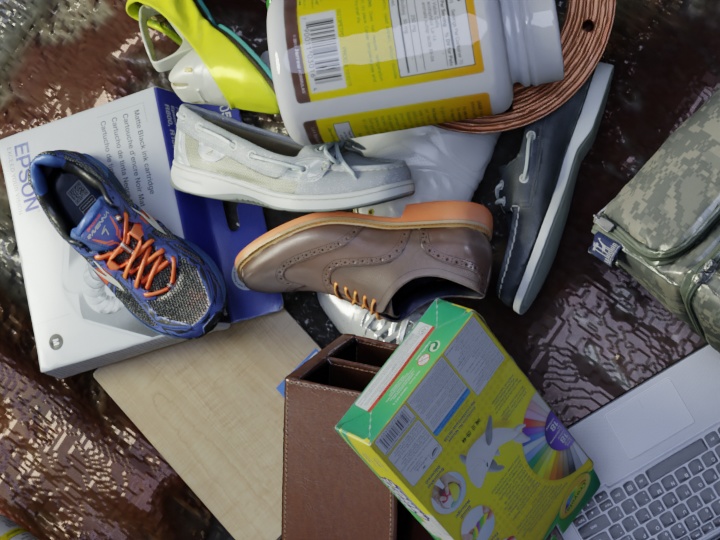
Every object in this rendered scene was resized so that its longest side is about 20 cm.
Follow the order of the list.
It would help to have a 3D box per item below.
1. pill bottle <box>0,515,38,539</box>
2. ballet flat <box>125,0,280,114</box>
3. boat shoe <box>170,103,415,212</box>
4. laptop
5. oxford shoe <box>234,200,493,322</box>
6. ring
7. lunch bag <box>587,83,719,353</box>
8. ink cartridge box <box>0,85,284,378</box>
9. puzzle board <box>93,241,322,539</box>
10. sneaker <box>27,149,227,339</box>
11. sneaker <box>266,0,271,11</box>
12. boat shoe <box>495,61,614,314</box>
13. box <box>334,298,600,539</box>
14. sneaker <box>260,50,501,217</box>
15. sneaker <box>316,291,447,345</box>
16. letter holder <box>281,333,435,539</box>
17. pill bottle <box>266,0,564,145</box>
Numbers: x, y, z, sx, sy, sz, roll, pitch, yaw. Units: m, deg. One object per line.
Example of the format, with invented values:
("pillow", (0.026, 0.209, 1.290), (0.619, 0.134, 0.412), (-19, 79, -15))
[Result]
("pill bottle", (-0.232, 0.281, 1.238), (0.199, 0.109, 0.110), (31, 91, 13))
("ballet flat", (-0.125, -0.167, 1.261), (0.067, 0.067, 0.200), (-35, 51, -4))
("boat shoe", (-0.053, -0.082, 1.208), (0.200, 0.074, 0.066), (9, 104, 29))
("laptop", (0.234, 0.173, 1.154), (0.186, 0.116, 0.202), (-31, 79, 7))
("oxford shoe", (0.000, 0.000, 1.196), (0.197, 0.071, 0.074), (-9, 66, 18))
("ring", (0.088, -0.201, 1.201), (0.197, 0.019, 0.204), (0, 91, 6))
("lunch bag", (0.280, -0.043, 1.161), (0.200, 0.139, 0.168), (-49, 59, 2))
("ink cartridge box", (-0.176, -0.037, 1.289), (0.198, 0.041, 0.202), (-17, 76, 11))
("puzzle board", (-0.094, 0.101, 1.282), (0.151, 0.017, 0.200), (-45, 78, 4))
("sneaker", (-0.182, -0.020, 1.225), (0.199, 0.078, 0.076), (38, 92, 17))
("sneaker", (-0.024, -0.227, 1.276), (0.198, 0.078, 0.086), (20, 99, 19))
("boat shoe", (0.132, -0.068, 1.224), (0.060, 0.076, 0.202), (18, 77, 12))
("box", (0.081, 0.127, 1.110), (0.118, 0.200, 0.048), (-49, 33, -16))
("sneaker", (-0.002, -0.091, 1.251), (0.198, 0.074, 0.117), (20, 86, 12))
("sneaker", (0.045, 0.056, 1.224), (0.199, 0.080, 0.077), (37, 94, 14))
("letter holder", (0.027, 0.166, 1.161), (0.140, 0.100, 0.203), (10, 110, 22))
("pill bottle", (0.040, -0.156, 1.143), (0.197, 0.109, 0.111), (-9, 83, 6))
